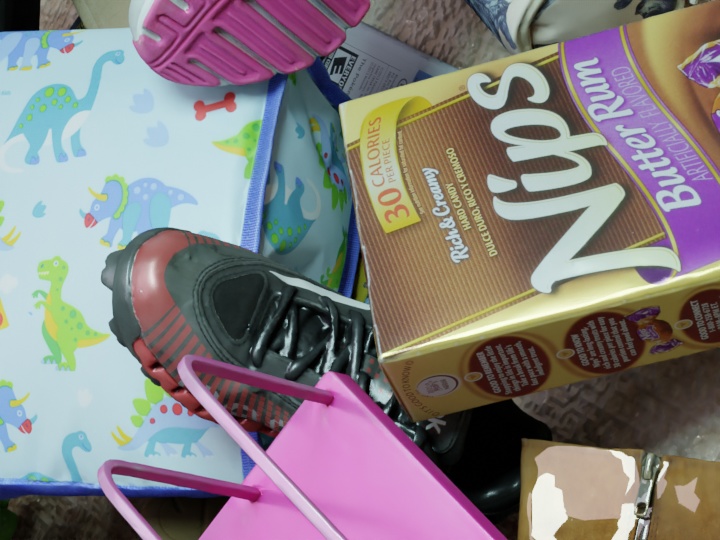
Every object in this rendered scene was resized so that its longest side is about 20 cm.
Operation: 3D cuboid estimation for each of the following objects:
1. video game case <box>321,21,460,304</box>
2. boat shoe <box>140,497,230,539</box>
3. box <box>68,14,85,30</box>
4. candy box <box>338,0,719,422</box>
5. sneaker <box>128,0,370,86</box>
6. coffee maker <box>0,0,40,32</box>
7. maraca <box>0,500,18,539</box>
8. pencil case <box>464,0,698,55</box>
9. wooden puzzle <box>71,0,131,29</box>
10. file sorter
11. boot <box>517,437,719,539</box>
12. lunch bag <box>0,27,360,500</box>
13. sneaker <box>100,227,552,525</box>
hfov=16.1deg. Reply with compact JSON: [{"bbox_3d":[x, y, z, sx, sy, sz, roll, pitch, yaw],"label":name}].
[{"bbox_3d":[0.000,0.000,1.138,0.182,0.022,0.201,32,98,51],"label":"video game case"},{"bbox_3d":[-0.012,0.149,1.056,0.199,0.065,0.072,23,47,38],"label":"boat shoe"},{"bbox_3d":[-0.109,-0.080,1.265,0.200,0.051,0.158,-53,34,21],"label":"box"},{"bbox_3d":[0.098,-0.027,0.929,0.199,0.057,0.117,-16,57,9],"label":"candy box"},{"bbox_3d":[-0.023,-0.159,1.049,0.200,0.081,0.088,-45,40,-5],"label":"sneaker"},{"bbox_3d":[-0.201,-0.099,1.202,0.134,0.192,0.202,3,91,38],"label":"coffee maker"},{"bbox_3d":[-0.227,0.187,1.260,0.137,0.107,0.201,-3,58,56],"label":"maraca"},{"bbox_3d":[0.067,-0.158,1.081,0.089,0.078,0.200,-32,45,0],"label":"pencil case"},{"bbox_3d":[-0.077,-0.193,1.224,0.185,0.037,0.200,-51,30,15],"label":"wooden puzzle"},{"bbox_3d":[-0.053,0.147,0.872,0.139,0.125,0.200,44,103,30],"label":"file sorter"},{"bbox_3d":[0.053,0.158,0.929,0.187,0.068,0.201,-1,75,30],"label":"boot"},{"bbox_3d":[-0.096,0.003,1.099,0.169,0.127,0.201,-2,63,24],"label":"lunch bag"},{"bbox_3d":[-0.005,0.041,0.980,0.098,0.200,0.071,-19,42,54],"label":"sneaker"}]
